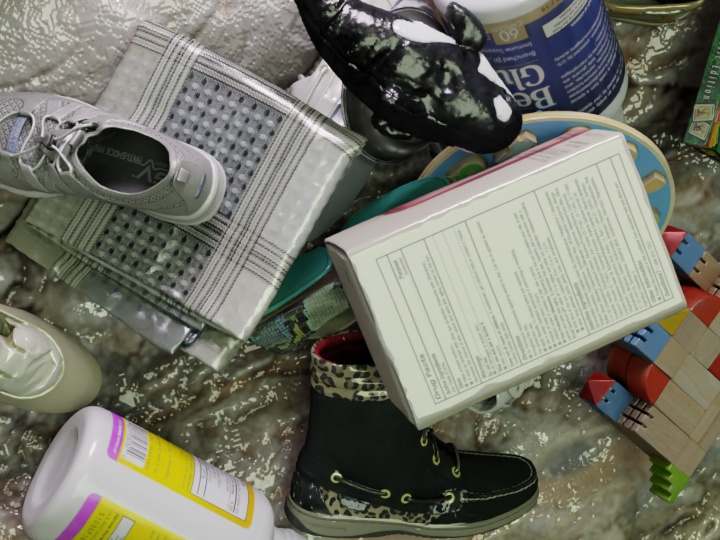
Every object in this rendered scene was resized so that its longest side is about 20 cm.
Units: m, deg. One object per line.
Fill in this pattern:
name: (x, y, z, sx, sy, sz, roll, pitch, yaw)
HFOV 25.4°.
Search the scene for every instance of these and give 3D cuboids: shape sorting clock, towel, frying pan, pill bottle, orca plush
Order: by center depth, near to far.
orca plush: (0.027, -0.139, 1.062, 0.105, 0.071, 0.200, -34, 110, 20)
towel: (-0.125, -0.053, 1.119, 0.192, 0.035, 0.200, 30, 87, 9)
pill bottle: (-0.135, 0.185, 1.155, 0.200, 0.104, 0.104, 31, 87, -20)
pill bottle: (0.132, -0.158, 1.169, 0.111, 0.111, 0.200, -41, 136, -10)
frying pan: (0.039, -0.100, 1.171, 0.115, 0.031, 0.190, -33, 125, -33)
shape sorting clock: (0.135, -0.043, 1.194, 0.200, 0.200, 0.039, 15, 50, -20)

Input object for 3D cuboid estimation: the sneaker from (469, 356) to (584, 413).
sneaker: (0.106, 0.062, 1.207, 0.200, 0.075, 0.100, 13, 73, -48)

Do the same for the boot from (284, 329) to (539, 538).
boot: (0.047, 0.121, 1.205, 0.203, 0.074, 0.154, -2, 117, -15)

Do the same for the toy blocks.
toy blocks: (0.247, 0.062, 1.259, 0.137, 0.100, 0.200, 39, 84, -31)

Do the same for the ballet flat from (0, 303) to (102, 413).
ballet flat: (-0.267, 0.049, 1.112, 0.200, 0.069, 0.070, 29, 88, -20)

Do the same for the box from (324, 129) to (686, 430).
box: (0.094, 0.001, 1.069, 0.200, 0.109, 0.128, -23, 100, -6)

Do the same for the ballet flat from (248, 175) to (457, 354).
ballet flat: (0.000, 0.000, 1.172, 0.200, 0.074, 0.074, -28, 108, 18)

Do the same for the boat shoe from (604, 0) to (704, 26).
boat shoe: (0.170, -0.228, 1.219, 0.199, 0.076, 0.072, 2, 97, -19)

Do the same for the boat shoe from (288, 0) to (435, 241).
boat shoe: (-0.020, -0.118, 1.178, 0.200, 0.070, 0.071, -63, 152, -4)

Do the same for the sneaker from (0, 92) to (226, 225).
sneaker: (-0.191, -0.086, 1.081, 0.199, 0.082, 0.075, 11, 81, 11)

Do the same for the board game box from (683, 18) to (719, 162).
board game box: (0.311, -0.187, 1.273, 0.105, 0.023, 0.200, 13, 94, -56)
